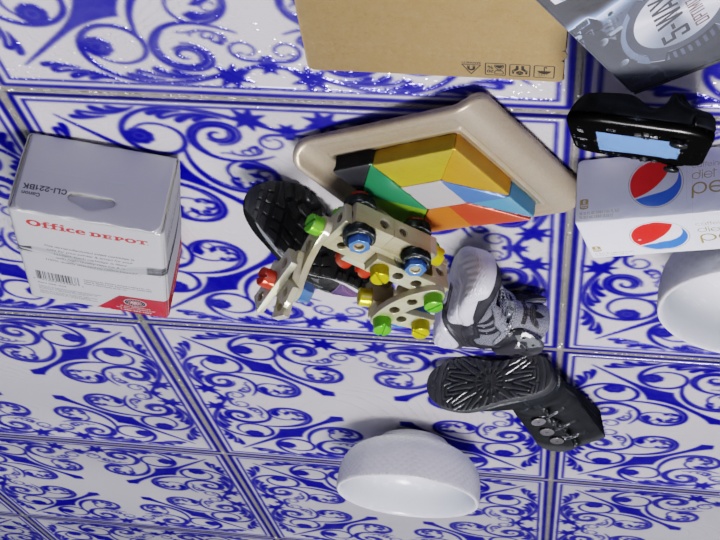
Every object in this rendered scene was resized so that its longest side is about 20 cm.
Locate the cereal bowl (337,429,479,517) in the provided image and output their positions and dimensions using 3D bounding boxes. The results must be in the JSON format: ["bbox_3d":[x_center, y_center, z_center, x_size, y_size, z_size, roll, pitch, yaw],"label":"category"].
[{"bbox_3d":[0.069,0.274,1.852,0.198,0.084,0.200,6,154,3],"label":"cereal bowl"}]

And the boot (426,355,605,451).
[{"bbox_3d":[0.193,0.166,1.643,0.164,0.066,0.200,-5,157,28],"label":"boot"}]

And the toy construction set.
[{"bbox_3d":[0.000,0.000,1.229,0.199,0.093,0.131,9,145,-36],"label":"toy construction set"}]

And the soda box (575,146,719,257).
[{"bbox_3d":[0.284,-0.059,1.131,0.199,0.064,0.068,-5,152,23],"label":"soda box"}]

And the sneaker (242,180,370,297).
[{"bbox_3d":[-0.060,-0.019,1.304,0.087,0.076,0.200,-6,152,39],"label":"sneaker"}]

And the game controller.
[{"bbox_3d":[0.210,-0.102,1.014,0.103,0.042,0.200,0,178,11],"label":"game controller"}]

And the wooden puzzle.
[{"bbox_3d":[0.067,-0.078,1.182,0.199,0.037,0.185,-13,148,36],"label":"wooden puzzle"}]

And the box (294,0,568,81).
[{"bbox_3d":[0.051,-0.192,0.964,0.198,0.021,0.164,4,155,7],"label":"box"}]

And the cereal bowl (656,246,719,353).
[{"bbox_3d":[0.370,0.004,1.218,0.198,0.084,0.200,6,155,3],"label":"cereal bowl"}]

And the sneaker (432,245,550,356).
[{"bbox_3d":[0.141,0.034,1.360,0.113,0.076,0.200,9,161,-5],"label":"sneaker"}]

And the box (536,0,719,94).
[{"bbox_3d":[0.197,-0.199,0.853,0.159,0.044,0.200,-18,149,32],"label":"box"}]

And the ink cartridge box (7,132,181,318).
[{"bbox_3d":[-0.249,-0.039,1.296,0.143,0.084,0.200,10,156,-3],"label":"ink cartridge box"}]
